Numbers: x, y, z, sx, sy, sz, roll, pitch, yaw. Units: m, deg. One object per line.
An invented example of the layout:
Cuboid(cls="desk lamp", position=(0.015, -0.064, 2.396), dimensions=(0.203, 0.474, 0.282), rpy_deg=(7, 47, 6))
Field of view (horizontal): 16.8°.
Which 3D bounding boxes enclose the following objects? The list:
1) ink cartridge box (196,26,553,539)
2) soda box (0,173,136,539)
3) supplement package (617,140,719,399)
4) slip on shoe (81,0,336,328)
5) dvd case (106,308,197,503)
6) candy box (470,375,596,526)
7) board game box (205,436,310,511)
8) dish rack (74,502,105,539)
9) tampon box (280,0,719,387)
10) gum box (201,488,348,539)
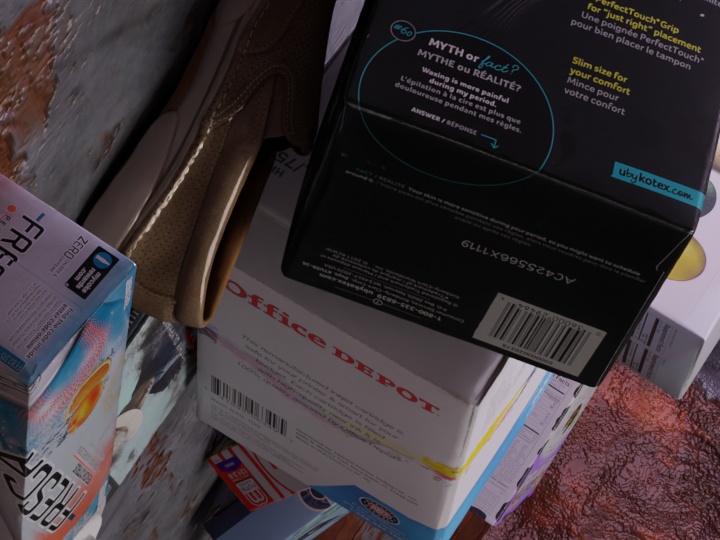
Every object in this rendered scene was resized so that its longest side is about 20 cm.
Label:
Cuboid(cls="ink cartridge box", position=(0.019, 0.013, 1.163), dimensions=(0.146, 0.147, 0.200), rpy_deg=(-55, 169, -23))
Cuboid(cls="soda box", position=(-0.133, 0.049, 0.907), dimensions=(0.064, 0.068, 0.200), rpy_deg=(-52, 169, -28))
Cuboid(cls="supplement package", position=(0.187, -0.040, 1.720), dimensions=(0.152, 0.200, 0.151), rpy_deg=(-55, 169, -15))
Cuboid(cls="slip on shoe", position=(-0.042, -0.070, 1.004), dimensions=(0.200, 0.061, 0.076), rpy_deg=(-57, 169, -4))
Cuboid(cls="dvd case", position=(-0.083, 0.013, 1.156), dimensions=(0.200, 0.022, 0.146), rpy_deg=(-55, 169, -12))
Cuboid(cls="candy box", position=(0.183, 0.156, 2.582), dimensions=(0.200, 0.071, 0.168), rpy_deg=(-60, 169, 14))
Cuboid(cls="board game box", position=(0.015, 0.047, 1.451), dimensions=(0.151, 0.046, 0.200), rpy_deg=(-26, -162, 50))
Cuboid(cls="dish rack", position=(-0.185, 0.179, 1.062), dimensions=(0.200, 0.044, 0.172), rpy_deg=(-41, 162, -45))
Cuboid(cls="tampon box", position=(0.071, -0.083, 1.025), dimensions=(0.126, 0.150, 0.200), rpy_deg=(115, -5, -55))
Cuboid(cls="gum box", position=(-0.003, 0.124, 1.590), dimensions=(0.170, 0.045, 0.200), rpy_deg=(-37, 172, 8))
